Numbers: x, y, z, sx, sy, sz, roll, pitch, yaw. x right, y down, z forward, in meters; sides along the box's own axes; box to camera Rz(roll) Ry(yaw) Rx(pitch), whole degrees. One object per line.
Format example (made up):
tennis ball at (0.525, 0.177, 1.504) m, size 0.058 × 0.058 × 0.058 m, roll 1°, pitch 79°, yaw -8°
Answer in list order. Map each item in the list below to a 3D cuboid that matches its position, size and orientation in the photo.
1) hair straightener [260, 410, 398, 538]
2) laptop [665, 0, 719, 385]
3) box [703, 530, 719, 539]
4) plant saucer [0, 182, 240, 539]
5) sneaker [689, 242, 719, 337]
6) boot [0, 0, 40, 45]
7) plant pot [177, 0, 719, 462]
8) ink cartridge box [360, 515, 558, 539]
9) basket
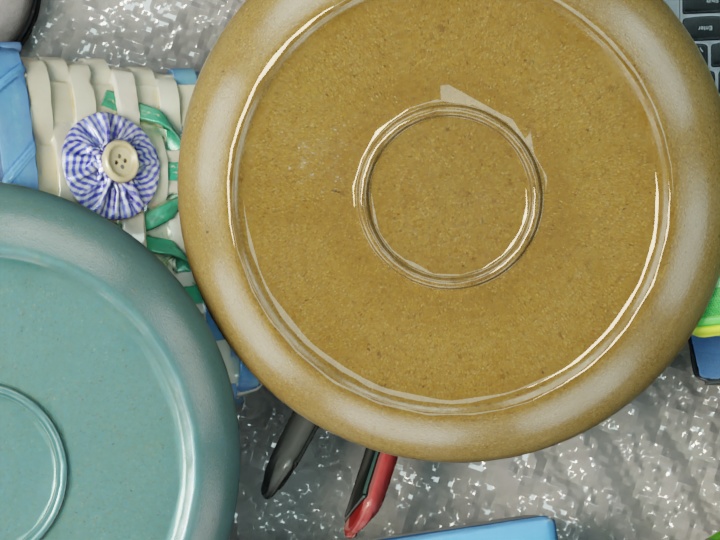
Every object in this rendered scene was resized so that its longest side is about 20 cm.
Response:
hair straightener at (0.000, 0.000, 1.063) m, size 0.077 × 0.041 × 0.200 m, roll 23°, pitch 69°, yaw -5°
laptop at (0.211, -0.073, 1.055) m, size 0.187 × 0.116 × 0.201 m, roll -3°, pitch 105°, yaw -2°
box at (0.194, 0.160, 0.966) m, size 0.176 × 0.200 × 0.097 m, roll 15°, pitch 101°, yaw 23°
plant saucer at (-0.135, 0.069, 0.945) m, size 0.200 × 0.027 × 0.201 m, roll -1°, pitch 93°, yaw -18°
sneaker at (0.079, -0.044, 1.002) m, size 0.200 × 0.084 × 0.074 m, roll 31°, pitch 62°, yaw 14°
boot at (-0.223, -0.107, 1.036) m, size 0.199 × 0.132 × 0.070 m, roll -6°, pitch 84°, yaw -3°
plant pot at (0.032, -0.027, 0.966) m, size 0.199 × 0.027 × 0.201 m, roll 1°, pitch 99°, yaw 6°
ink cartridge box at (0.017, 0.202, 1.045) m, size 0.146 × 0.086 × 0.201 m, roll -9°, pitch 84°, yaw -3°
basket at (-0.144, -0.006, 1.027) m, size 0.199 × 0.139 × 0.177 m, roll -7°, pitch 86°, yaw -12°
